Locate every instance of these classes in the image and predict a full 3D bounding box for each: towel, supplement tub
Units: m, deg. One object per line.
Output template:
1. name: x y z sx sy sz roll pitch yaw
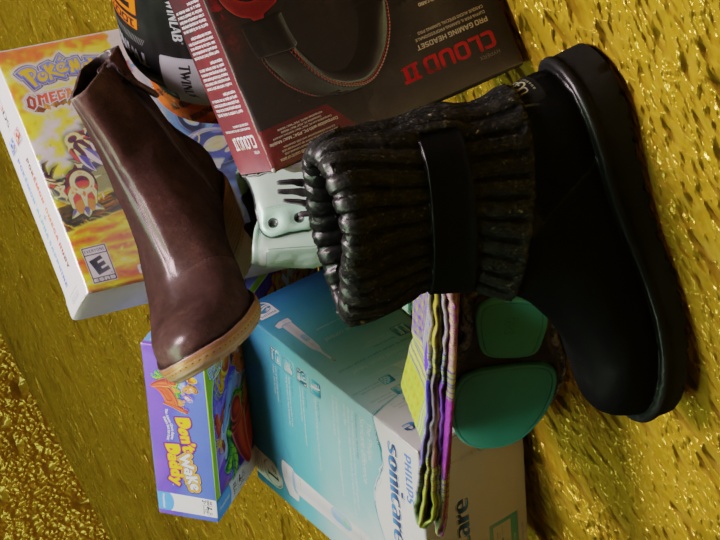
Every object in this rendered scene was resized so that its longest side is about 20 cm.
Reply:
1. towel: 0.037 0.029 1.414 0.144 0.023 0.200 -95 5 -52
2. supplement tub: -0.097 -0.194 1.576 0.123 0.122 0.200 53 161 40

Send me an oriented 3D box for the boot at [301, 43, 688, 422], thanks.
1. boot: 0.063 0.004 1.246 0.079 0.158 0.212 37 148 62

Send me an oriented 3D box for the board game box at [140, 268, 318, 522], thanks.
1. board game box: -0.083 0.057 1.735 0.200 0.045 0.135 -56 -31 -53

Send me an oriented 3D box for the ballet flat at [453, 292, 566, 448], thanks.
1. ballet flat: 0.083 0.031 1.441 0.072 0.072 0.200 59 164 24

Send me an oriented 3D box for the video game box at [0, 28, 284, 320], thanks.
1. video game box: -0.126 -0.076 1.688 0.183 0.200 0.047 65 151 20

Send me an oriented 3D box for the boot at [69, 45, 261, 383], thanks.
1. boot: -0.129 -0.035 1.538 0.167 0.072 0.200 55 -164 -19

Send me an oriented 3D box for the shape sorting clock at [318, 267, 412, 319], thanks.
1. shape sorting clock: 0.021 0.067 1.741 0.200 0.039 0.200 58 164 27

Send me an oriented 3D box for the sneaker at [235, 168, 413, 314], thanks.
1. sneaker: 0.000 0.000 1.547 0.201 0.118 0.074 58 164 26

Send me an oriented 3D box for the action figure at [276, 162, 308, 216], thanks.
1. action figure: -0.018 -0.106 1.447 0.119 0.102 0.200 64 156 23

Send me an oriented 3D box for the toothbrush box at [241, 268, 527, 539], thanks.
1. toothbrush box: 0.014 0.109 1.648 0.200 0.085 0.147 36 142 45

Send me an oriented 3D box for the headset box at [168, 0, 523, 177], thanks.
1. headset box: -0.018 -0.148 1.313 0.200 0.148 0.075 68 166 -7
